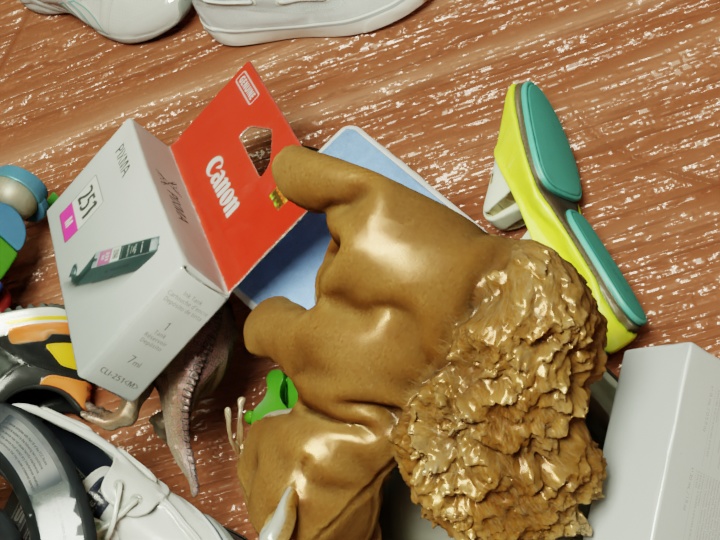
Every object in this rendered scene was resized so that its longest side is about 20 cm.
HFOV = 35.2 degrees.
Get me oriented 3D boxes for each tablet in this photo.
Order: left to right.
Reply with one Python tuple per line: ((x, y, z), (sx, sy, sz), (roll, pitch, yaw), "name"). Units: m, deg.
((0.017, 0.012, 0.672), (0.130, 0.014, 0.200), (-45, 67, -7), "tablet")

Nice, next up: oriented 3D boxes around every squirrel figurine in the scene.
((0.021, 0.066, 0.560), (0.200, 0.141, 0.187), (21, 82, 35), "squirrel figurine")

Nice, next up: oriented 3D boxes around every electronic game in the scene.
((-0.227, 0.178, 0.672), (0.200, 0.042, 0.201), (-5, 82, 35), "electronic game")

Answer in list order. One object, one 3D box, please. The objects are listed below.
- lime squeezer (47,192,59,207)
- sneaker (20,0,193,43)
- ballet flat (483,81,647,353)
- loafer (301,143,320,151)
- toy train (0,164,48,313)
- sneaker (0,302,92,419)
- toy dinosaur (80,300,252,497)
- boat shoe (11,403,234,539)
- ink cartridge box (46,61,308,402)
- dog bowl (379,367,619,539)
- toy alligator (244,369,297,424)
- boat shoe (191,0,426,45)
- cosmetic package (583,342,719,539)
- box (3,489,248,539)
((-0.165, -0.014, 0.842), (0.199, 0.038, 0.071), (9, 38, 24), "lime squeezer")
((-0.229, -0.245, 0.945), (0.200, 0.080, 0.071), (17, 70, 24), "sneaker")
((0.116, -0.031, 0.730), (0.067, 0.067, 0.200), (-33, 58, 27), "ballet flat")
((0.000, 0.000, 0.754), (0.071, 0.073, 0.200), (-19, 68, 3), "loafer")
((-0.327, -0.012, 0.875), (0.200, 0.085, 0.116), (-13, 40, 41), "toy train")
((-0.285, 0.089, 0.786), (0.200, 0.070, 0.090), (-15, 64, -10), "sneaker")
((-0.105, 0.038, 0.731), (0.135, 0.086, 0.200), (-36, 34, 22), "toy dinosaur")
((-0.151, 0.146, 0.677), (0.200, 0.065, 0.074), (27, 75, 29), "boat shoe")
((-0.118, -0.042, 0.709), (0.174, 0.044, 0.200), (-47, 36, 12), "ink cartridge box")
((0.076, 0.137, 0.652), (0.200, 0.074, 0.201), (-8, 64, 16), "dog bowl")
((-0.050, 0.108, 0.719), (0.054, 0.059, 0.200), (-19, 60, 11), "toy alligator")
((-0.039, -0.227, 0.872), (0.199, 0.069, 0.072), (-1, 65, 19), "boat shoe")
((0.179, 0.157, 0.563), (0.052, 0.151, 0.200), (-18, 50, 58), "cosmetic package")
((-0.181, 0.233, 0.711), (0.158, 0.048, 0.200), (14, 70, 24), "box")
